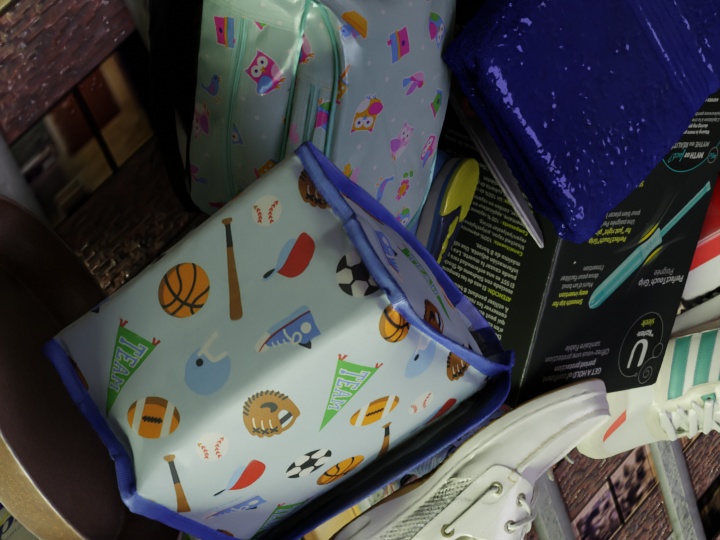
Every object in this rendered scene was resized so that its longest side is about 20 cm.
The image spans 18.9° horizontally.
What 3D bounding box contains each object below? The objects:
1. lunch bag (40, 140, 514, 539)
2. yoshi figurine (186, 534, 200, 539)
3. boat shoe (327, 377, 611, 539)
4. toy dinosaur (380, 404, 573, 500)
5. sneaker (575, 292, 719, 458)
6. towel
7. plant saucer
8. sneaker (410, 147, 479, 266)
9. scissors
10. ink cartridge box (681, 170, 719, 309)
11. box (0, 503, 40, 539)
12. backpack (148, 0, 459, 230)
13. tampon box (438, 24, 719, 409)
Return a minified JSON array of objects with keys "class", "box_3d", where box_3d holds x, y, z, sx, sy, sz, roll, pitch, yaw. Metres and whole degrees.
[{"class":"lunch bag","box_3d":[-0.025,0.056,1.061,0.170,0.124,0.200,-35,153,8]},{"class":"yoshi figurine","box_3d":[-0.046,0.162,1.230,0.112,0.112,0.201,-10,101,-13]},{"class":"boat shoe","box_3d":[0.073,0.140,1.268,0.200,0.069,0.071,-37,158,10]},{"class":"toy dinosaur","box_3d":[0.042,0.111,1.389,0.181,0.105,0.201,21,60,-44]},{"class":"sneaker","box_3d":[0.232,0.075,1.394,0.199,0.094,0.070,-31,140,0]},{"class":"towel","box_3d":[0.136,-0.131,1.167,0.200,0.049,0.148,-49,123,-22]},{"class":"plant saucer","box_3d":[-0.152,0.057,1.037,0.034,0.201,0.200,-27,144,15]},{"class":"sneaker","box_3d":[0.000,0.000,1.255,0.200,0.082,0.074,-66,173,32]},{"class":"scissors","box_3d":[0.049,-0.100,1.208,0.073,0.014,0.201,-20,90,-54]},{"class":"ink cartridge box","box_3d":[0.225,-0.029,1.448,0.067,0.116,0.200,-30,139,6]},{"class":"box","box_3d":[-0.116,0.211,1.062,0.184,0.200,0.105,39,100,-23]},{"class":"backpack","box_3d":[-0.025,-0.102,1.115,0.167,0.126,0.201,-22,130,-45]},{"class":"tampon box","box_3d":[0.118,-0.036,1.318,0.150,0.126,0.201,-5,115,-47]}]
